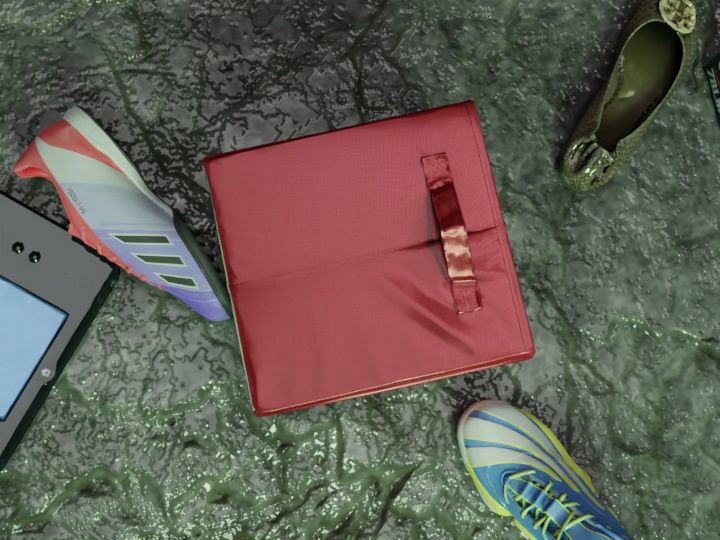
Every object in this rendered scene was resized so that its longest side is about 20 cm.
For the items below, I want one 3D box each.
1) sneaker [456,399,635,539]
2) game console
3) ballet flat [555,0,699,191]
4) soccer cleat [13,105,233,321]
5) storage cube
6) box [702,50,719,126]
[{"bbox_3d":[0.153,0.175,0.759,0.076,0.105,0.200,-40,89,-12],"label":"sneaker"},{"bbox_3d":[-0.299,0.036,0.756,0.177,0.031,0.200,30,79,-2],"label":"game console"},{"bbox_3d":[0.224,-0.151,0.848,0.067,0.046,0.200,35,78,-2],"label":"ballet flat"},{"bbox_3d":[-0.170,-0.029,0.766,0.073,0.068,0.200,-40,84,-11],"label":"soccer cleat"},{"bbox_3d":[0.000,0.000,0.721,0.180,0.200,0.171,-12,84,-3],"label":"storage cube"},{"bbox_3d":[0.409,-0.105,0.867,0.200,0.050,0.199,-11,84,-10],"label":"box"}]
